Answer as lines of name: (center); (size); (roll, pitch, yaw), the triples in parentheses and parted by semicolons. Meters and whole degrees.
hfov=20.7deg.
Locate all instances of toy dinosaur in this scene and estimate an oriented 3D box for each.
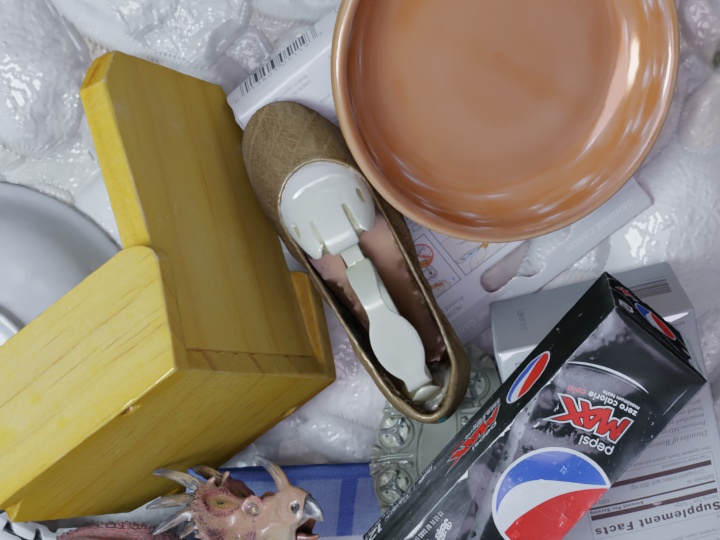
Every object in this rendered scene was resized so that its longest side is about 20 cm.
toy dinosaur: (-0.118, 0.165, 1.066); (0.199, 0.086, 0.136); (-3, 101, -2)

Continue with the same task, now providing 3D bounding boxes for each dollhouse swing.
dollhouse swing: (-0.130, 0.012, 1.068); (0.182, 0.200, 0.176); (-36, 74, 17)

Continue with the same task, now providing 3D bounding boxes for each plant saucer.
plant saucer: (0.076, -0.116, 1.065); (0.199, 0.037, 0.201); (-5, 106, -19)

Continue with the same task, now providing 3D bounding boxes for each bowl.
bowl: (-0.221, 0.053, 1.129); (0.200, 0.090, 0.202); (0, 100, 2)

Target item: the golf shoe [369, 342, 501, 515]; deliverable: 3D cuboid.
golf shoe: (0.048, 0.145, 1.144); (0.078, 0.097, 0.201); (4, 76, 14)

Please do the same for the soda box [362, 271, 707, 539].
soda box: (0.086, 0.100, 1.015); (0.063, 0.071, 0.200); (38, 104, -9)

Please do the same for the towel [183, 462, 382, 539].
towel: (-0.042, 0.208, 1.155); (0.146, 0.024, 0.201); (-1, 102, -25)

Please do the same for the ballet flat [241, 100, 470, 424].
ballet flat: (0.000, 0.000, 1.066); (0.068, 0.072, 0.201); (-27, 102, 4)

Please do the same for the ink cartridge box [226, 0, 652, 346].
ink cartridge box: (0.047, -0.070, 1.128); (0.161, 0.050, 0.200); (-37, 115, 8)

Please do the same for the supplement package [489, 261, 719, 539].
supplement package: (0.148, 0.113, 1.110); (0.109, 0.114, 0.201); (-13, 103, 5)

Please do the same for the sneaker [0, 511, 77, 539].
sneaker: (-0.203, 0.186, 1.129); (0.199, 0.067, 0.091); (10, 58, -16)
